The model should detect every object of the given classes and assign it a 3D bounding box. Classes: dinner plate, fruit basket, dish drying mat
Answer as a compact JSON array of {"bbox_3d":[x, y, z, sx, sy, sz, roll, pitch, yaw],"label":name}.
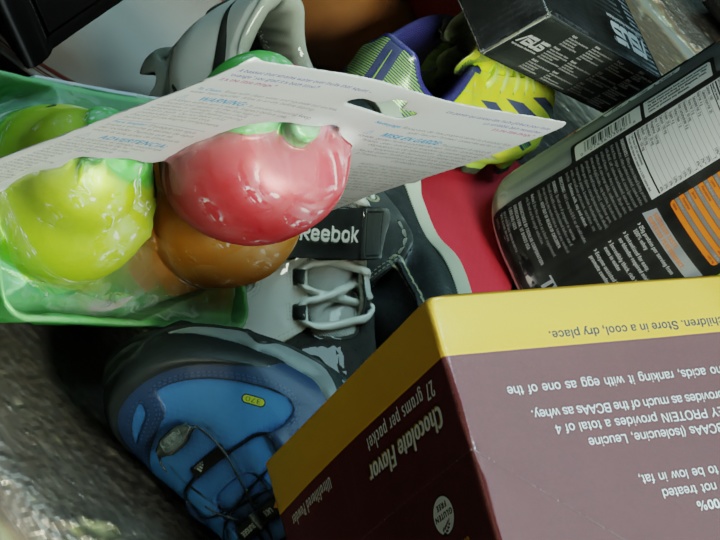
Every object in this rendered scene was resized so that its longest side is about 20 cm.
[{"bbox_3d":[-0.116,-0.126,1.046,0.199,0.024,0.201,25,35,-19],"label":"dinner plate"},{"bbox_3d":[-0.058,-0.039,0.811,0.185,0.199,0.094,5,66,-53],"label":"fruit basket"},{"bbox_3d":[0.047,-0.024,1.169,0.077,0.018,0.200,39,26,-8],"label":"dish drying mat"}]

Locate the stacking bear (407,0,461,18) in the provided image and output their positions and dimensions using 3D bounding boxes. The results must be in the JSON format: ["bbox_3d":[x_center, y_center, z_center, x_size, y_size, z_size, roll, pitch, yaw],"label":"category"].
[{"bbox_3d":[0.011,-0.195,1.283,0.201,0.114,0.121,54,26,11],"label":"stacking bear"}]

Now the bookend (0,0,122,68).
[{"bbox_3d":[-0.160,-0.133,0.887,0.092,0.199,0.199,52,-10,18],"label":"bookend"}]

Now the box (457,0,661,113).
[{"bbox_3d":[0.075,-0.188,1.205,0.194,0.047,0.200,65,19,16],"label":"box"}]

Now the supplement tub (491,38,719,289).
[{"bbox_3d":[0.175,-0.041,1.149,0.123,0.199,0.123,45,26,-29],"label":"supplement tub"}]

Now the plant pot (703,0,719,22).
[{"bbox_3d":[0.413,-0.198,1.791,0.178,0.199,0.200,57,26,2],"label":"plant pot"}]

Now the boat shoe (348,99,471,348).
[{"bbox_3d":[0.000,0.000,1.014,0.067,0.072,0.201,5,43,-27],"label":"boat shoe"}]

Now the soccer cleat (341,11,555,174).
[{"bbox_3d":[0.054,-0.095,1.174,0.065,0.084,0.200,37,27,20],"label":"soccer cleat"}]

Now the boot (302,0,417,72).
[{"bbox_3d":[-0.007,-0.172,1.127,0.200,0.155,0.077,49,60,-20],"label":"boot"}]

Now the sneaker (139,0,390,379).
[{"bbox_3d":[-0.026,-0.022,0.939,0.074,0.088,0.201,-6,69,-46],"label":"sneaker"}]

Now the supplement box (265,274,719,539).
[{"bbox_3d":[0.101,0.121,0.755,0.196,0.133,0.201,-4,66,-29],"label":"supplement box"}]

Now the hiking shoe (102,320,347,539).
[{"bbox_3d":[-0.011,0.096,0.824,0.200,0.074,0.087,39,24,-11],"label":"hiking shoe"}]
